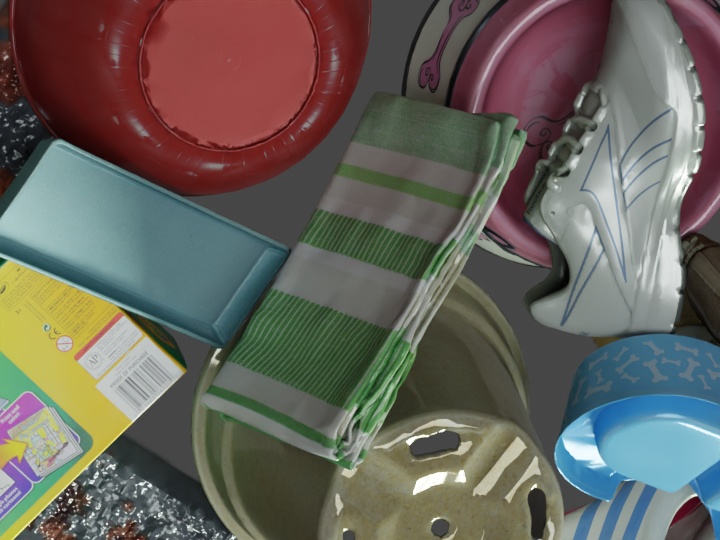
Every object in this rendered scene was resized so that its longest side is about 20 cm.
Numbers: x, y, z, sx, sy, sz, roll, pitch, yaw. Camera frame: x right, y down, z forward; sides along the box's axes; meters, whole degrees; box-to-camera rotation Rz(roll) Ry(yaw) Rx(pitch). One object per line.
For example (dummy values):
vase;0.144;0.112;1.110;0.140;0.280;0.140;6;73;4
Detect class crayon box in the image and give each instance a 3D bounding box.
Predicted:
crayon box;-0.207;0.075;1.597;0.200;0.058;0.119;-44;112;2

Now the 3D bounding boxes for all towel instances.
towel;0.000;0.000;1.550;0.023;0.152;0.200;33;81;-32

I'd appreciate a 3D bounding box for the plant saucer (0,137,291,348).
plant saucer;-0.118;-0.015;1.556;0.070;0.019;0.200;-55;142;8

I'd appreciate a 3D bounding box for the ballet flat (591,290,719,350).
ballet flat;0.216;0.071;1.701;0.200;0.063;0.069;35;98;-21

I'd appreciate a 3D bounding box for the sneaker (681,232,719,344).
sneaker;0.243;0.021;1.668;0.070;0.076;0.200;-44;151;11

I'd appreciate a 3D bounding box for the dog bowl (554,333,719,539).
dog bowl;0.198;0.093;1.609;0.199;0.050;0.111;21;140;-25

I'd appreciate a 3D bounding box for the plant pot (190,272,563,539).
plant pot;0.021;0.109;1.599;0.200;0.184;0.201;-4;108;-13

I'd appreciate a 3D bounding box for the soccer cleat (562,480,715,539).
soccer cleat;0.138;0.174;1.695;0.200;0.086;0.070;-36;129;-1

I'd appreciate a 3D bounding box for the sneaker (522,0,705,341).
sneaker;0.133;-0.052;1.561;0.087;0.075;0.201;1;106;-9

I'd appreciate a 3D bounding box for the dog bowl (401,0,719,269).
dog bowl;0.127;-0.088;1.624;0.199;0.074;0.201;-4;108;-13

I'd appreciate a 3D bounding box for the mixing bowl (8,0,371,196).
mixing bowl;-0.078;-0.122;1.543;0.199;0.108;0.201;-4;107;-13
